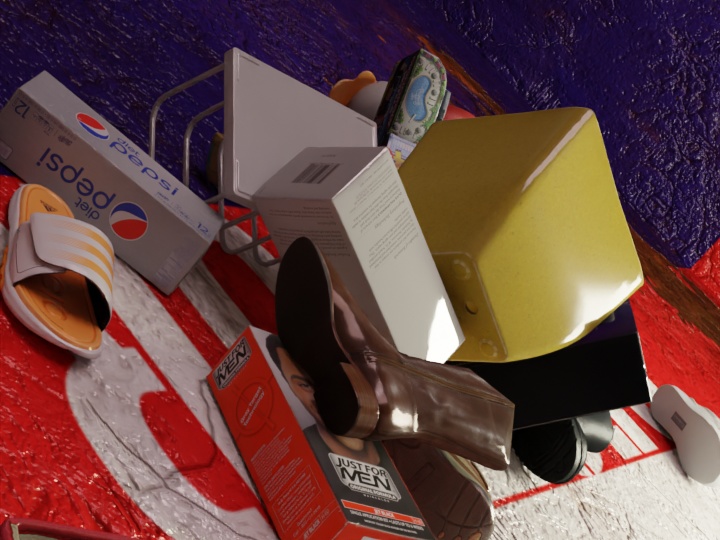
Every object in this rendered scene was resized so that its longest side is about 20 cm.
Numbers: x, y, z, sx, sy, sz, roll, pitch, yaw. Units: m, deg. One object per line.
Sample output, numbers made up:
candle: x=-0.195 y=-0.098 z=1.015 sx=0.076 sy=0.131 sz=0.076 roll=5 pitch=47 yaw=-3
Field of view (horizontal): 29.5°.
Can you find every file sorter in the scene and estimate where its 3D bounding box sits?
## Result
file sorter: x=-0.090 y=-0.088 z=1.275 sx=0.199 sy=0.123 sz=0.141 roll=22 pitch=58 yaw=-47

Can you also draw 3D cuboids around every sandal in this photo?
sandal: x=-0.220 y=-0.020 z=1.002 sx=0.079 sy=0.059 sz=0.208 roll=29 pitch=22 yaw=-34

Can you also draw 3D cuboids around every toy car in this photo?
toy car: x=0.035 y=-0.151 z=1.667 sx=0.199 sy=0.178 sz=0.185 roll=32 pitch=10 yaw=-13

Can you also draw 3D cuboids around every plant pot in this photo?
plant pot: x=0.123 y=-0.015 z=1.297 sx=0.200 sy=0.192 sz=0.197 roll=-45 pitch=122 yaw=-41

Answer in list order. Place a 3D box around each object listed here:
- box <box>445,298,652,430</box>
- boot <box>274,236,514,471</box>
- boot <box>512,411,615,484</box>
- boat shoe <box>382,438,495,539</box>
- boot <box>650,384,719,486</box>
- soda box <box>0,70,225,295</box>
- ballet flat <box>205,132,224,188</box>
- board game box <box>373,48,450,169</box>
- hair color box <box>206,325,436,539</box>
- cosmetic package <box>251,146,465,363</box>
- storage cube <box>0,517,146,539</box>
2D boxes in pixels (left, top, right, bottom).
box: x=0.178 y=0.089 z=1.356 sx=0.141 sy=0.197 sz=0.080 roll=-71 pitch=148 yaw=-73
boot: x=0.033 y=0.070 z=1.098 sx=0.198 sy=0.064 sz=0.188 roll=15 pitch=46 yaw=-42
boot: x=0.224 y=0.165 z=1.480 sx=0.167 sy=0.077 sz=0.201 roll=22 pitch=20 yaw=-38
boat shoe: x=0.041 y=0.148 z=1.158 sx=0.201 sy=0.075 sz=0.072 roll=53 pitch=15 yaw=4
boot: x=0.473 y=0.232 z=1.855 sx=0.095 sy=0.074 sz=0.201 roll=25 pitch=22 yaw=-24
soda box: x=-0.211 y=-0.073 z=1.135 sx=0.199 sy=0.064 sz=0.068 roll=39 pitch=19 yaw=-8
ballet flat: x=-0.068 y=-0.131 z=1.424 sx=0.198 sy=0.064 sz=0.068 roll=-15 pitch=32 yaw=-32
board game box: x=0.046 y=-0.133 z=1.493 sx=0.061 sy=0.202 sz=0.200 roll=21 pitch=1 yaw=-10
hair color box: x=-0.033 y=0.140 z=1.027 sx=0.101 sy=0.061 sz=0.201 roll=23 pitch=25 yaw=-44
cosmetic package: x=0.000 y=0.000 z=1.184 sx=0.107 sy=0.085 sz=0.202 roll=6 pitch=-50 yaw=44
storage cube: x=-0.091 y=0.227 z=0.509 sx=0.170 sy=0.180 sz=0.201 roll=21 pitch=28 yaw=-47
